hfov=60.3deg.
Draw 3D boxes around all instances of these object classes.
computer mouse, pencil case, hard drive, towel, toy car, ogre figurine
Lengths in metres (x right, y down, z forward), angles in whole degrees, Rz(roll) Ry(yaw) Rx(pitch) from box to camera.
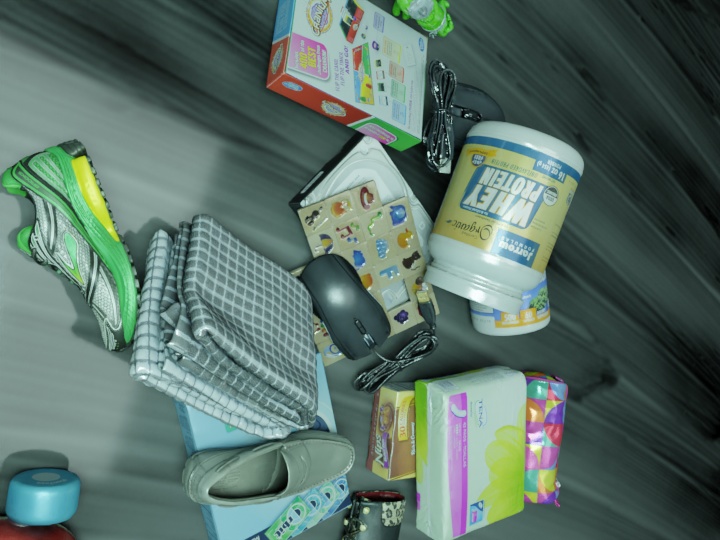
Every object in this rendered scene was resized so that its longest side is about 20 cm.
[{"bbox_3d":[0.023,0.054,0.753,0.140,0.046,0.201,-31,114,-8],"label":"computer mouse"},{"bbox_3d":[0.273,0.257,0.961,0.088,0.088,0.201,3,92,-35],"label":"pencil case"},{"bbox_3d":[0.151,-0.191,0.826,0.200,0.053,0.139,-2,93,-57],"label":"computer mouse"},{"bbox_3d":[0.018,-0.056,0.792,0.140,0.038,0.200,-48,118,-22],"label":"hard drive"},{"bbox_3d":[-0.119,0.055,0.613,0.200,0.085,0.166,43,30,-42],"label":"towel"},{"bbox_3d":[-0.301,0.279,0.491,0.176,0.200,0.185,11,86,-35],"label":"toy car"},{"bbox_3d":[0.040,-0.366,0.729,0.120,0.098,0.201,-64,140,-65],"label":"ogre figurine"}]

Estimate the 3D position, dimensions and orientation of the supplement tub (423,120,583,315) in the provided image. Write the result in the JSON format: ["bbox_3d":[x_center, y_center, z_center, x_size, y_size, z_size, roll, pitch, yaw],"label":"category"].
[{"bbox_3d":[0.167,-0.061,0.747,0.144,0.144,0.201,18,94,-34],"label":"supplement tub"}]

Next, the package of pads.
[{"bbox_3d":[0.148,0.233,0.814,0.154,0.068,0.201,-5,97,-34],"label":"package of pads"}]

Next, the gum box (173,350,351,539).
[{"bbox_3d":[-0.106,0.212,0.717,0.169,0.044,0.201,-17,103,-33],"label":"gum box"}]

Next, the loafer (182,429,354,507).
[{"bbox_3d":[-0.086,0.215,0.661,0.199,0.070,0.070,-2,94,-34],"label":"loafer"}]

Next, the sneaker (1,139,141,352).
[{"bbox_3d":[-0.266,-0.014,0.583,0.085,0.078,0.201,-24,97,-24],"label":"sneaker"}]

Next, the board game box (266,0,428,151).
[{"bbox_3d":[-0.008,-0.250,0.739,0.199,0.040,0.154,18,69,-34],"label":"board game box"}]

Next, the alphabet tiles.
[{"bbox_3d":[0.000,0.000,0.757,0.167,0.008,0.201,-23,113,-12],"label":"alphabet tiles"}]

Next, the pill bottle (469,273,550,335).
[{"bbox_3d":[0.202,-0.019,0.876,0.112,0.112,0.201,-16,102,-33],"label":"pill bottle"}]

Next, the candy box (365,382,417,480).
[{"bbox_3d":[0.106,0.216,0.859,0.199,0.056,0.117,5,91,-34],"label":"candy box"}]

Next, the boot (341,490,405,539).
[{"bbox_3d":[-0.023,0.360,0.769,0.203,0.073,0.155,11,85,-41],"label":"boot"}]
